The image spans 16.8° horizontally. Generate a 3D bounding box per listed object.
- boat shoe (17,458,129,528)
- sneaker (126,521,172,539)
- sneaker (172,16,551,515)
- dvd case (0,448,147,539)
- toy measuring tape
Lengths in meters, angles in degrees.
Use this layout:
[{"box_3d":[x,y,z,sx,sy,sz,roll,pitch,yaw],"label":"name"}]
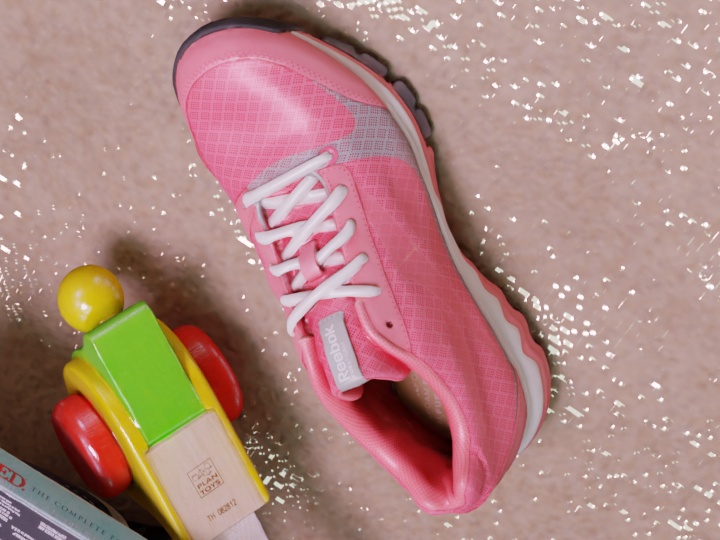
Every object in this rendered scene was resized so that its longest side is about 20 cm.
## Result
[{"box_3d":[-0.184,0.092,0.955,0.199,0.072,0.065,14,159,27],"label":"boat shoe"},{"box_3d":[-0.117,0.185,1.009,0.114,0.076,0.200,19,119,8],"label":"sneaker"},{"box_3d":[0.000,0.000,0.860,0.073,0.087,0.201,-28,107,27],"label":"sneaker"},{"box_3d":[-0.160,0.144,0.931,0.146,0.022,0.200,32,126,-5],"label":"dvd case"},{"box_3d":[-0.064,0.086,0.933,0.073,0.074,0.201,-22,103,26],"label":"toy measuring tape"}]
